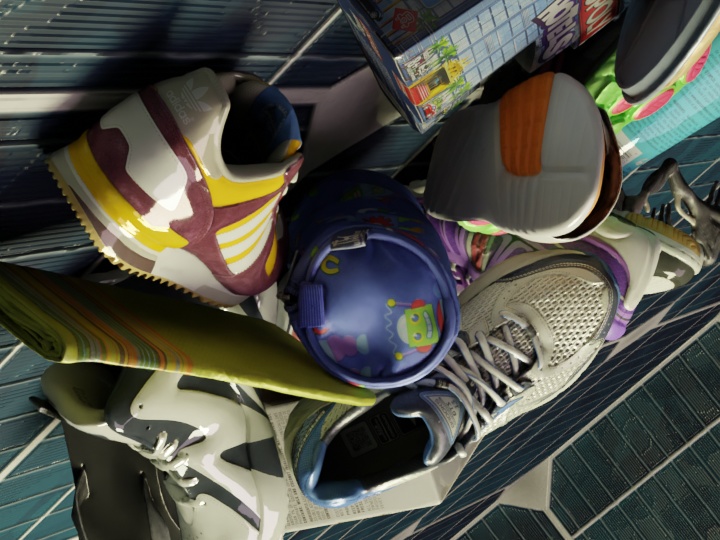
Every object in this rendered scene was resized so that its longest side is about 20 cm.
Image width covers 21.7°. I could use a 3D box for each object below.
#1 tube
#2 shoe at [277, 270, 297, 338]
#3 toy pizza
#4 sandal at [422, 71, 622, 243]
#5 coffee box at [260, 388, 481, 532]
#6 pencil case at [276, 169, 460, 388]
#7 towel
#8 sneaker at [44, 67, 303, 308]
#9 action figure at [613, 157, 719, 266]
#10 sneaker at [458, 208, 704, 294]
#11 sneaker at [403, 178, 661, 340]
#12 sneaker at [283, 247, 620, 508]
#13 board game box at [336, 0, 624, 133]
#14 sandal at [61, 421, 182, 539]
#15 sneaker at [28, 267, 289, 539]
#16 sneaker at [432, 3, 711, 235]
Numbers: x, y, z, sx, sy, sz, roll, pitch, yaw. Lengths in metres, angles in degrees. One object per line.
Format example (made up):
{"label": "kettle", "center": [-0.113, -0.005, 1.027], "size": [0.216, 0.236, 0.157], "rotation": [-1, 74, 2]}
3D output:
{"label": "tube", "center": [0.188, -0.108, 1.053], "size": [0.200, 0.050, 0.077], "rotation": [-32, 144, 22]}
{"label": "shoe", "center": [-0.006, 0.053, 1.226], "size": [0.071, 0.091, 0.200], "rotation": [-35, 166, -11]}
{"label": "toy pizza", "center": [0.174, -0.165, 0.867], "size": [0.200, 0.032, 0.201], "rotation": [-156, -90, -84]}
{"label": "sandal", "center": [0.091, -0.053, 0.944], "size": [0.207, 0.059, 0.079], "rotation": [-169, -89, -73]}
{"label": "coffee box", "center": [-0.040, 0.097, 1.094], "size": [0.200, 0.080, 0.113], "rotation": [-13, -167, 22]}
{"label": "pencil case", "center": [0.000, 0.000, 0.960], "size": [0.200, 0.087, 0.078], "rotation": [-103, -160, -78]}
{"label": "towel", "center": [-0.084, 0.033, 0.847], "size": [0.200, 0.086, 0.018], "rotation": [14, 105, -49]}
{"label": "sneaker", "center": [-0.055, -0.038, 0.829], "size": [0.090, 0.075, 0.200], "rotation": [-35, 169, 12]}
{"label": "action figure", "center": [0.150, -0.072, 1.194], "size": [0.119, 0.102, 0.200], "rotation": [-20, 142, 37]}
{"label": "sneaker", "center": [0.121, 0.014, 1.170], "size": [0.200, 0.088, 0.076], "rotation": [-3, 152, 41]}
{"label": "sneaker", "center": [0.080, -0.003, 1.106], "size": [0.081, 0.200, 0.084], "rotation": [27, 79, -43]}
{"label": "sneaker", "center": [0.049, 0.063, 0.955], "size": [0.200, 0.077, 0.085], "rotation": [-36, -172, 9]}
{"label": "board game box", "center": [0.090, -0.149, 0.859], "size": [0.200, 0.062, 0.200], "rotation": [-37, 167, 1]}
{"label": "sandal", "center": [-0.131, 0.138, 1.044], "size": [0.076, 0.201, 0.043], "rotation": [-4, -153, 17]}
{"label": "sneaker", "center": [-0.108, 0.083, 0.955], "size": [0.129, 0.079, 0.200], "rotation": [-11, 115, -36]}
{"label": "sneaker", "center": [0.112, -0.105, 1.021], "size": [0.200, 0.084, 0.077], "rotation": [-41, 153, 21]}
